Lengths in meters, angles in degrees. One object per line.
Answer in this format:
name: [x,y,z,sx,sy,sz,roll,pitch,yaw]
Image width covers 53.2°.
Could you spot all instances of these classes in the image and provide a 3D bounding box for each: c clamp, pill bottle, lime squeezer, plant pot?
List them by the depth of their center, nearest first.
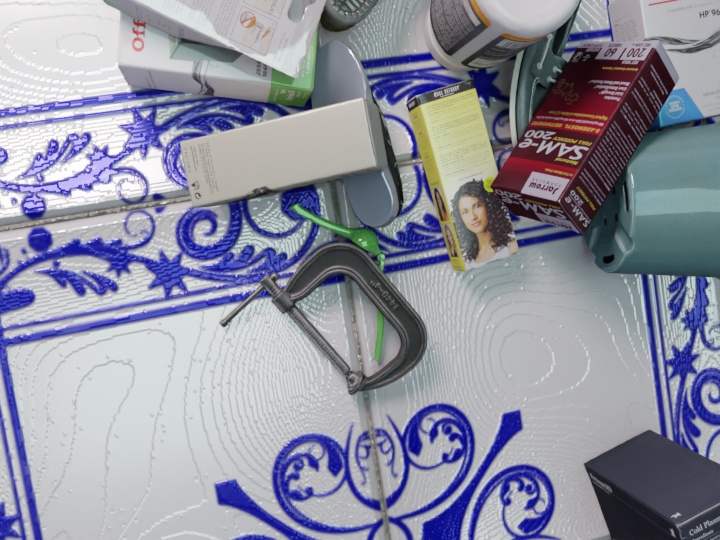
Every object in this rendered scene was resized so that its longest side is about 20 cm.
pill bottle: [0.136,-0.276,0.744,0.113,0.200,0.120,-1,93,-12]
c clamp: [-0.029,0.062,0.804,0.200,0.027,0.171,43,98,-9]
lime squeezer: [0.000,0.000,0.809,0.070,0.038,0.203,-31,100,-12]
plant pot: [0.367,-0.077,0.816,0.191,0.200,0.206,-3,93,-3]

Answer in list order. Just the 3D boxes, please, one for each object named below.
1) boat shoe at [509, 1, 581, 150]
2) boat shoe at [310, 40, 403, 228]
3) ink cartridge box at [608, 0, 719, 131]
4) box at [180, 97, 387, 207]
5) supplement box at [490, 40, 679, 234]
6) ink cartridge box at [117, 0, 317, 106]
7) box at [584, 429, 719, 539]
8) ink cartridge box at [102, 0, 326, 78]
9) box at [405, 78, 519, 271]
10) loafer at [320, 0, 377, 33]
boat shoe: [0.211,-0.235,0.820,0.060,0.073,0.205,9,86,19]
boat shoe: [0.004,-0.149,0.792,0.069,0.066,0.204,-20,91,25]
ink cartridge box: [0.372,-0.278,0.861,0.113,0.068,0.205,-13,95,-11]
box: [-0.076,-0.117,0.732,0.195,0.082,0.070,-10,95,13]
supplement box: [0.238,-0.148,0.771,0.061,0.108,0.202,37,82,-34]
ink cartridge box: [-0.144,-0.261,0.743,0.195,0.084,0.150,4,91,-12]
box: [0.371,0.310,0.819,0.102,0.200,0.186,-23,98,-8]
ink cartridge box: [-0.125,-0.292,0.682,0.196,0.050,0.164,22,86,-15]
box: [0.117,-0.107,0.824,0.074,0.050,0.205,-19,95,-10]
loafer: [0.010,-0.336,0.783,0.075,0.069,0.201,42,67,-14]
